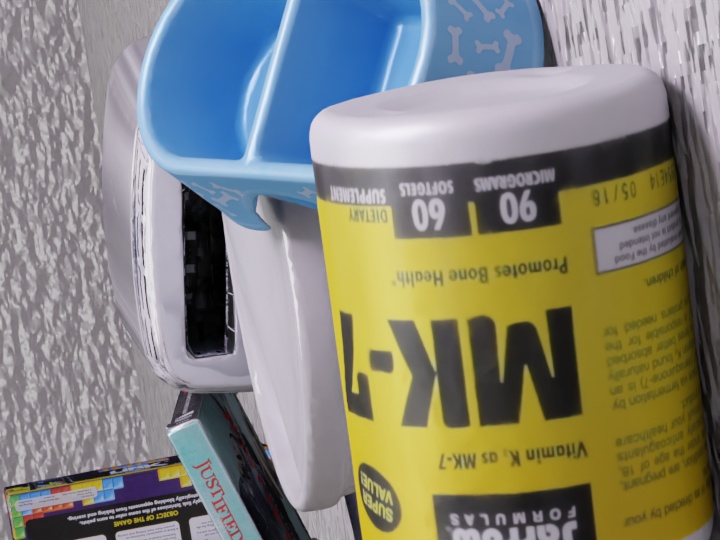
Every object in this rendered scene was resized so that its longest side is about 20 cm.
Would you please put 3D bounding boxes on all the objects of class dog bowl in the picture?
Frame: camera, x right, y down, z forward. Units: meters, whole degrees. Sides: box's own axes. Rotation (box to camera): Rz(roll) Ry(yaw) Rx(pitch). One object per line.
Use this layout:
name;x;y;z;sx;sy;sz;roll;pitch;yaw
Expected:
dog bowl;-0.015;-0.073;1.022;0.200;0.049;0.112;6;78;51

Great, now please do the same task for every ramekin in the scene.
ramekin;0.000;0.000;1.170;0.202;0.094;0.203;171;90;-80

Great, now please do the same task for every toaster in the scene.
toaster;-0.068;-0.020;1.325;0.129;0.113;0.201;-126;36;-73

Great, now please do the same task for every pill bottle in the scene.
pill bottle;0.051;0.042;0.844;0.114;0.114;0.201;-144;45;-77

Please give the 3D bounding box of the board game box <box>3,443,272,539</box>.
board game box;-0.153;0.226;1.976;0.057;0.199;0.166;-167;69;-78

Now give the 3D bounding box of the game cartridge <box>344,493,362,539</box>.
game cartridge;0.015;0.102;1.361;0.134;0.040;0.201;101;159;-55

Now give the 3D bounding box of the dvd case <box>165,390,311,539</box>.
dvd case;-0.055;0.125;1.394;0.146;0.022;0.200;63;-179;-6

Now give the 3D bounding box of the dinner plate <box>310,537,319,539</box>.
dinner plate;0.016;0.234;1.416;0.200;0.024;0.201;-19;-90;-89
